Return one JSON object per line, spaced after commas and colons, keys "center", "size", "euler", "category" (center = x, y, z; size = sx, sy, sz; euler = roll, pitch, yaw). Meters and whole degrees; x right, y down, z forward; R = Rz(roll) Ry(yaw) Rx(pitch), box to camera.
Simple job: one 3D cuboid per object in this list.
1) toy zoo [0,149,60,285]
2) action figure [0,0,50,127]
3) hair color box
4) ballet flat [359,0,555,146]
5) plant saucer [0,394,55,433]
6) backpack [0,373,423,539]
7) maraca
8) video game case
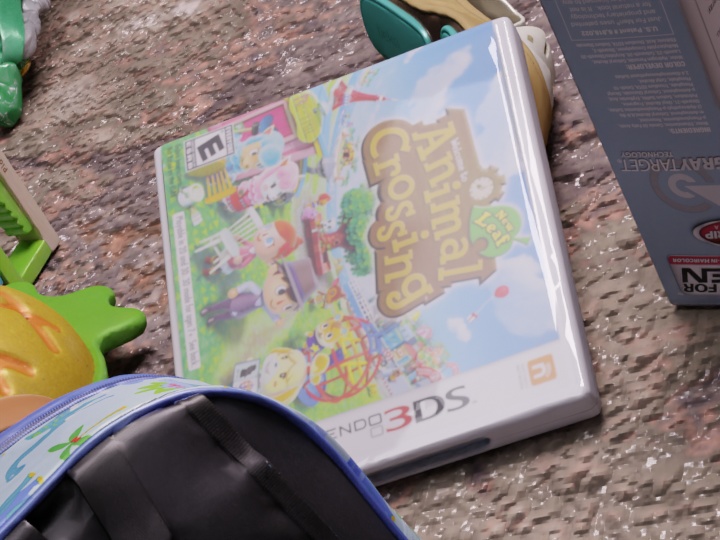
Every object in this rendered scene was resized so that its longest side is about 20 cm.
{"center": [-0.229, 0.007, 1.051], "size": [0.020, 0.132, 0.201], "euler": [-4, 42, 33], "category": "toy zoo"}
{"center": [-0.220, -0.166, 1.317], "size": [0.118, 0.055, 0.201], "euler": [-35, 42, 32], "category": "action figure"}
{"center": [0.132, -0.091, 0.848], "size": [0.060, 0.201, 0.099], "euler": [-1, 43, 35], "category": "hair color box"}
{"center": [0.060, -0.107, 1.047], "size": [0.063, 0.069, 0.200], "euler": [-20, 34, -12], "category": "ballet flat"}
{"center": [-0.151, 0.141, 0.779], "size": [0.032, 0.201, 0.201], "euler": [28, 60, 21], "category": "plant saucer"}
{"center": [-0.061, 0.138, 0.700], "size": [0.183, 0.201, 0.147], "euler": [-42, 20, -16], "category": "backpack"}
{"center": [-0.176, 0.053, 0.982], "size": [0.136, 0.108, 0.200], "euler": [6, 27, 17], "category": "maraca"}
{"center": [0.000, 0.000, 0.932], "size": [0.181, 0.022, 0.201], "euler": [-19, 55, 15], "category": "video game case"}
